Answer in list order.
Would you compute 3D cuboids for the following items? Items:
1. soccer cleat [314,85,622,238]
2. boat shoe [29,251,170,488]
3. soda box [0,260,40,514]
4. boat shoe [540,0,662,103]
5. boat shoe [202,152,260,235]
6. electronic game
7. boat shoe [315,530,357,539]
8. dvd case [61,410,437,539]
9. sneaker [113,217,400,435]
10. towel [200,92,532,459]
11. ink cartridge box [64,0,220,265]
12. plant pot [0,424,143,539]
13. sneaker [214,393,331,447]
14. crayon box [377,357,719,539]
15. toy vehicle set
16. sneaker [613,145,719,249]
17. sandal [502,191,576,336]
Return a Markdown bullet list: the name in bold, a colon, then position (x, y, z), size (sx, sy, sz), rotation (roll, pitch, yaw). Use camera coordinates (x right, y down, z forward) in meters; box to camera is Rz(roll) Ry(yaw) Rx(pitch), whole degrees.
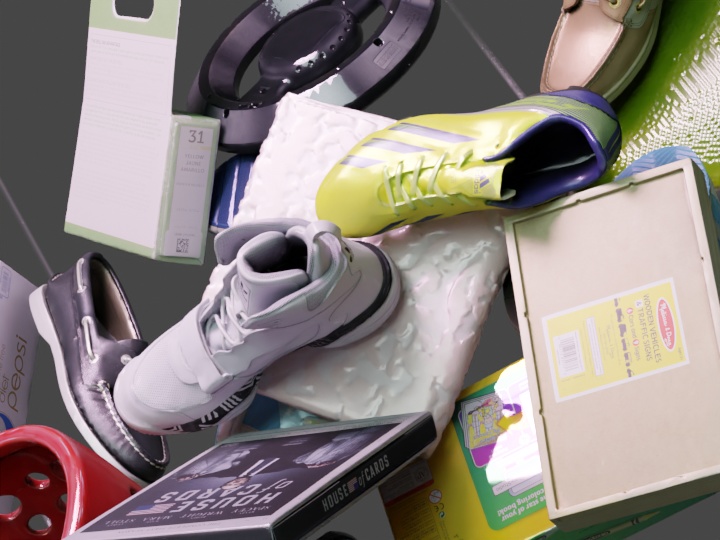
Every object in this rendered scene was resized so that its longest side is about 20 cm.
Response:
- **soccer cleat**: position (0.063, -0.061, 1.481), size (0.199, 0.065, 0.084), rotation (-16, 25, 12)
- **boat shoe**: position (-0.173, 0.066, 1.681), size (0.060, 0.076, 0.200), rotation (-41, 54, 12)
- **soda box**: position (-0.283, 0.097, 1.735), size (0.068, 0.064, 0.201), rotation (-7, 63, 26)
- **boat shoe**: position (0.169, -0.196, 1.619), size (0.074, 0.066, 0.201), rotation (15, 71, 36)
- **boat shoe**: position (-0.018, -0.044, 1.649), size (0.199, 0.072, 0.073), rotation (-4, 65, 33)
- **electronic game**: position (-0.034, -0.153, 1.702), size (0.199, 0.042, 0.200), rotation (-23, 33, 16)
- **boat shoe**: position (-0.039, 0.264, 1.519), size (0.201, 0.071, 0.091), rotation (-58, 26, 7)
- **dvd case**: position (-0.063, 0.130, 1.428), size (0.150, 0.200, 0.025), rotation (-8, 100, 30)
- **sneaker**: position (-0.079, 0.029, 1.488), size (0.199, 0.115, 0.075), rotation (-28, 65, 9)
- **towel**: position (0.000, 0.000, 1.550), size (0.190, 0.032, 0.201), rotation (18, 80, 24)
- **ink cartridge box**: position (-0.150, -0.113, 1.700), size (0.145, 0.048, 0.201), rotation (16, 99, 57)
- **plant pot**: position (-0.180, 0.224, 1.516), size (0.200, 0.182, 0.201), rotation (-33, 38, 30)
- **sneaker**: position (-0.021, 0.095, 1.579), size (0.130, 0.080, 0.201), rotation (-9, 63, 27)
- **crayon box**: position (0.111, 0.121, 1.502), size (0.199, 0.058, 0.119), rotation (-28, 55, 14)
- **toy vehicle set**: position (0.158, 0.043, 1.427), size (0.124, 0.027, 0.201), rotation (-17, 62, 20)
- **sneaker**: position (0.204, 0.013, 1.491), size (0.076, 0.081, 0.201), rotation (-22, 54, 18)
- **sandal**: position (0.126, -0.015, 1.557), size (0.080, 0.057, 0.202), rotation (-37, 33, 29)
